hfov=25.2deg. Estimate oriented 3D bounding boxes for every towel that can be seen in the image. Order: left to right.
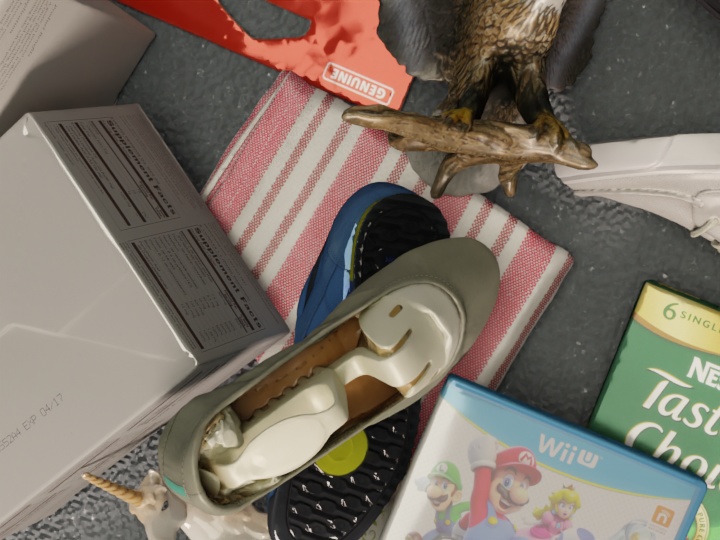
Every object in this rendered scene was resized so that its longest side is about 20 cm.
[{"bbox_3d":[0.000,0.000,0.891,0.200,0.030,0.147,34,96,9],"label":"towel"}]

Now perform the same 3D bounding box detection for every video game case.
[{"bbox_3d":[0.072,0.171,0.818,0.143,0.018,0.201,22,95,-1],"label":"video game case"}]

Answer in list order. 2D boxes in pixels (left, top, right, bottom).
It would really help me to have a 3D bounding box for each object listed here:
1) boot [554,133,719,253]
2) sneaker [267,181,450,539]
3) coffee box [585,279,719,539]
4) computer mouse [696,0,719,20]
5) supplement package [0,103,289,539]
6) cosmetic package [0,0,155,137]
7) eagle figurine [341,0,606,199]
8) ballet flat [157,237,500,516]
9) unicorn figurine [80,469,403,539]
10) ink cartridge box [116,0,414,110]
[{"bbox_3d":[0.198,-0.022,0.823,0.199,0.074,0.096,1,95,17],"label":"boot"},{"bbox_3d":[-0.007,0.052,0.845,0.066,0.078,0.201,16,89,-22],"label":"sneaker"},{"bbox_3d":[0.168,0.117,0.844,0.123,0.044,0.201,23,95,11],"label":"coffee box"},{"bbox_3d":[0.207,-0.137,0.807,0.200,0.138,0.053,54,135,18],"label":"computer mouse"},{"bbox_3d":[-0.171,0.032,0.864,0.200,0.111,0.156,-37,82,22],"label":"supplement package"},{"bbox_3d":[-0.196,-0.115,0.843,0.085,0.200,0.108,35,95,8],"label":"cosmetic package"},{"bbox_3d":[0.075,-0.143,0.811,0.150,0.152,0.201,-11,64,29],"label":"eagle figurine"},{"bbox_3d":[-0.004,0.054,0.773,0.200,0.064,0.068,-33,108,-13],"label":"ballet flat"},{"bbox_3d":[-0.041,0.162,0.869,0.199,0.074,0.138,-10,74,-17],"label":"unicorn figurine"},{"bbox_3d":[-0.037,-0.202,0.889,0.199,0.044,0.174,24,94,11],"label":"ink cartridge box"}]
